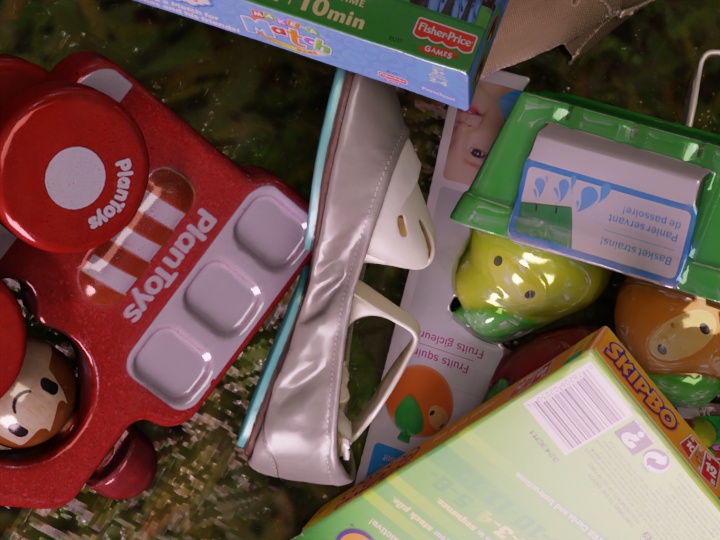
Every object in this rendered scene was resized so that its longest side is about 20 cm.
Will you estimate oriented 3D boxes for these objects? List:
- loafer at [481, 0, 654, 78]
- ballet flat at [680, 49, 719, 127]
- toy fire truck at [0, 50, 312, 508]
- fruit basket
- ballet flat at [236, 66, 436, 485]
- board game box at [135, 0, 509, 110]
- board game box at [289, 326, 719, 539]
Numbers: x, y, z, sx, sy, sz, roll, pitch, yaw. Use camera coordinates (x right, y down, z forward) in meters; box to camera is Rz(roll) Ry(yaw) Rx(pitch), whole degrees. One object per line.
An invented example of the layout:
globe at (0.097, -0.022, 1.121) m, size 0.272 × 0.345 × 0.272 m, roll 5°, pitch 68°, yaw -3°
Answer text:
loafer at (0.092, -0.133, 0.962) m, size 0.199 × 0.076 × 0.068 m, roll -16°, pitch 135°, yaw -27°
ballet flat at (0.189, -0.095, 0.988) m, size 0.068 × 0.068 × 0.201 m, roll 29°, pitch 87°, yaw 0°
toy fire truck at (-0.125, 0.014, 0.934) m, size 0.168 × 0.112 × 0.200 m, roll 39°, pitch 83°, yaw -28°
fruit basket at (0.099, 0.030, 0.945) m, size 0.184 × 0.094 × 0.201 m, roll 18°, pitch 94°, yaw 19°
ballet flat at (0.000, 0.000, 0.938) m, size 0.063 × 0.067 × 0.201 m, roll 16°, pitch 112°, yaw 1°
board game box at (0.007, -0.178, 0.891) m, size 0.151 × 0.037 × 0.201 m, roll 19°, pitch 70°, yaw 9°
board game box at (0.060, 0.108, 0.943) m, size 0.200 × 0.030 × 0.096 m, roll -36°, pitch 97°, yaw 35°
